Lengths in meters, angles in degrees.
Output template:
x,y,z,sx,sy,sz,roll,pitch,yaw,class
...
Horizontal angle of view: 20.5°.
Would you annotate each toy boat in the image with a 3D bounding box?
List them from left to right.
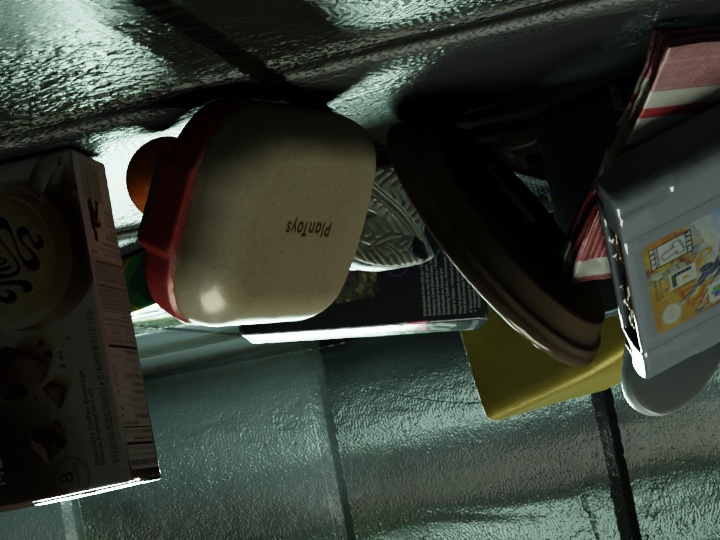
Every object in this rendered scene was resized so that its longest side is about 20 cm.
x,y,z,sx,sy,sz,roll,pitch,yaw,class
-0.080,-0.043,1.168,0.130,0.131,0.200,20,-171,26,toy boat

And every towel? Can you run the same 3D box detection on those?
x,y,z,sx,sy,sz,roll,pitch,yaw,class
0.211,-0.075,1.233,0.143,0.023,0.201,-8,138,-26,towel

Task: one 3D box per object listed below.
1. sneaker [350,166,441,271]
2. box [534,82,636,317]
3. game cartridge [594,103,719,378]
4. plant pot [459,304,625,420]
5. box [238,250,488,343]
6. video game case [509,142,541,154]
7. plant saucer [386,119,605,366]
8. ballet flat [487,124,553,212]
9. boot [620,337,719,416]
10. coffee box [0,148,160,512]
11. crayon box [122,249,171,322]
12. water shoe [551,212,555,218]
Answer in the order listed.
x,y,z,sx,sy,sz,roll,pitch,yaw,class
-0.043,-0.027,1.499,0.198,0.080,0.129,-9,176,-23,sneaker
0.243,-0.056,1.398,0.199,0.149,0.107,-9,174,-26,box
0.220,-0.021,1.249,0.133,0.042,0.200,-24,141,-3,game cartridge
0.209,-0.003,1.713,0.199,0.197,0.194,-24,171,40,plant pot
0.000,0.000,1.616,0.199,0.107,0.122,-4,174,1,box
0.147,-0.089,1.567,0.199,0.018,0.143,-11,175,1,video game case
0.093,-0.025,1.286,0.029,0.200,0.200,-41,165,17,plant saucer
0.158,-0.076,1.451,0.199,0.075,0.074,-9,175,-28,ballet flat
0.229,0.024,1.489,0.073,0.201,0.095,34,157,-16,boot
-0.198,0.040,1.196,0.112,0.201,0.080,-11,175,7,coffee box
-0.162,0.009,1.794,0.125,0.052,0.200,-8,174,-33,crayon box
0.143,-0.036,1.504,0.079,0.072,0.200,15,-171,-28,water shoe
